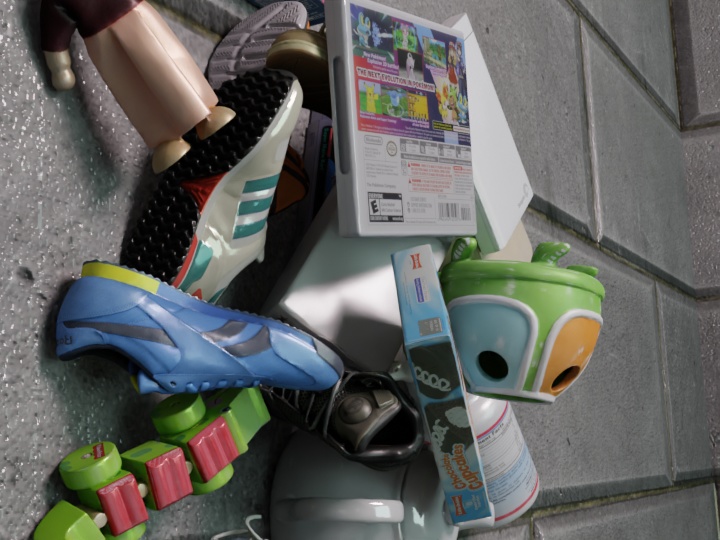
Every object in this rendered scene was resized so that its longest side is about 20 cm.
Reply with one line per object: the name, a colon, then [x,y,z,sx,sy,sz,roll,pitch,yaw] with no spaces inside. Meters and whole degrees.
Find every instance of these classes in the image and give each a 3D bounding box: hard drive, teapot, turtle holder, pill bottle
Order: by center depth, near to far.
teapot: [0.021,0.213,0.949,0.200,0.146,0.198,-57,132,-50]
turtle holder: [0.121,0.047,0.967,0.141,0.185,0.132,55,43,-77]
hard drive: [0.109,-0.133,1.041,0.201,0.027,0.132,66,31,-20]
pill bottle: [0.118,0.178,1.183,0.201,0.108,0.109,66,32,-28]

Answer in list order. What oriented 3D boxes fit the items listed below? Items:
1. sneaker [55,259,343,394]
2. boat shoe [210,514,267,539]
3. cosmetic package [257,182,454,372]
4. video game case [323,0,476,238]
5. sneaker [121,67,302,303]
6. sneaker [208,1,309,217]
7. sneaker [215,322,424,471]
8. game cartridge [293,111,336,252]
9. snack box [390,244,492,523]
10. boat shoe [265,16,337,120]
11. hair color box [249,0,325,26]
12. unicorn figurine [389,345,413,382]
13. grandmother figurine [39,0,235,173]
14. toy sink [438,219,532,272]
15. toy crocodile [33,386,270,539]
sneaker: [-0.110,0.061,0.744,0.199,0.066,0.079,20,66,-17]
boat shoe: [-0.091,0.222,0.779,0.200,0.075,0.062,4,112,-45]
cosmetic package: [0.000,0.000,0.951,0.113,0.081,0.200,38,58,-10]
video game case: [0.038,-0.118,0.881,0.200,0.023,0.183,-3,89,-57]
sneaker: [-0.098,-0.056,0.822,0.200,0.070,0.093,-61,148,-8]
sneaker: [-0.082,-0.130,0.930,0.112,0.077,0.201,55,48,-48]
sneaker: [-0.036,0.088,0.821,0.076,0.199,0.114,-60,-178,-15]
game cartridge: [-0.016,-0.058,1.069,0.130,0.038,0.201,44,46,-56]
snack box: [0.066,0.094,0.871,0.116,0.037,0.201,-97,173,-54]
boat shoe: [-0.017,-0.165,0.897,0.200,0.073,0.063,23,71,-66]
hair color box: [-0.089,-0.300,0.960,0.200,0.060,0.100,20,65,-59]
unicorn figurine: [0.062,0.074,1.107,0.200,0.137,0.074,-83,165,-65]
grandmother figurine: [-0.167,-0.173,0.739,0.121,0.061,0.200,-42,109,-17]
toy sink: [0.081,-0.055,1.103,0.200,0.112,0.131,62,33,-25]
toy crocodile: [-0.135,0.136,0.732,0.200,0.062,0.068,-30,112,-40]
